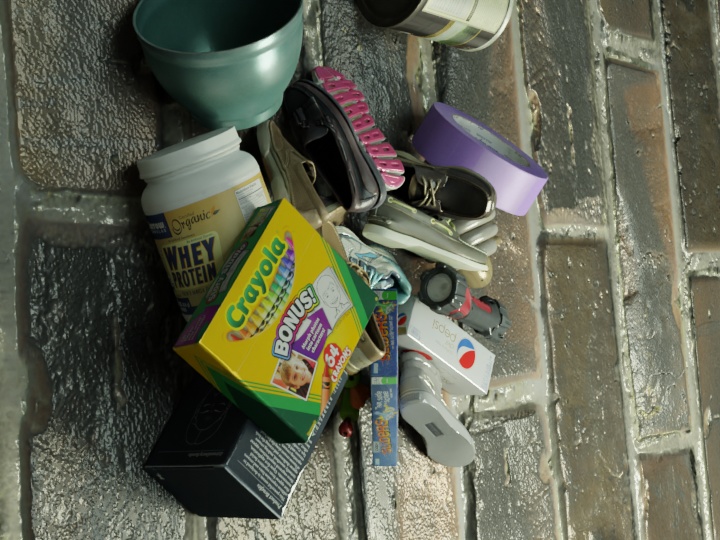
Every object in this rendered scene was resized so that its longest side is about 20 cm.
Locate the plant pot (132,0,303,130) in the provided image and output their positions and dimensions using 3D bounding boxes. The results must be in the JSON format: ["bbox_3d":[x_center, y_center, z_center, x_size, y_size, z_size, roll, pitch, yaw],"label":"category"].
[{"bbox_3d":[-0.157,-0.252,1.422,0.201,0.198,0.136,-50,146,-39],"label":"plant pot"}]

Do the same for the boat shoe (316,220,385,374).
[{"bbox_3d":[-0.016,0.022,1.465,0.071,0.064,0.203,10,58,-55],"label":"boat shoe"}]

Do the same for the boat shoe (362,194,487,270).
[{"bbox_3d":[0.096,-0.048,1.631,0.199,0.072,0.061,19,80,-29],"label":"boat shoe"}]

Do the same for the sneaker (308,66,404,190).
[{"bbox_3d":[-0.023,-0.178,1.628,0.073,0.087,0.202,-23,79,-50],"label":"sneaker"}]

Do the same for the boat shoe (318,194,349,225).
[{"bbox_3d":[-0.076,-0.069,1.554,0.065,0.072,0.199,45,40,10],"label":"boat shoe"}]

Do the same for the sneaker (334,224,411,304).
[{"bbox_3d":[0.000,0.000,1.582,0.199,0.086,0.078,10,117,-51],"label":"sneaker"}]

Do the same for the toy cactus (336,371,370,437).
[{"bbox_3d":[-0.033,0.099,1.576,0.202,0.101,0.165,65,26,-14],"label":"toy cactus"}]

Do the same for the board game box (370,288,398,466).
[{"bbox_3d":[0.031,0.140,1.552,0.202,0.034,0.137,88,2,-48],"label":"board game box"}]

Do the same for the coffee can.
[{"bbox_3d":[0.109,-0.408,1.748,0.198,0.145,0.149,4,81,-47],"label":"coffee can"}]

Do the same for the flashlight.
[{"bbox_3d":[0.152,0.045,1.708,0.068,0.068,0.199,-58,148,5],"label":"flashlight"}]

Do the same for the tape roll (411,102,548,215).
[{"bbox_3d":[0.173,-0.162,1.747,0.199,0.200,0.066,17,114,-45],"label":"tape roll"}]

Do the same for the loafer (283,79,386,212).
[{"bbox_3d":[-0.042,-0.162,1.560,0.063,0.072,0.201,-25,76,-47],"label":"loafer"}]

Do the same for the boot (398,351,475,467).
[{"bbox_3d":[0.109,0.195,1.714,0.201,0.072,0.097,57,25,-46],"label":"boot"}]

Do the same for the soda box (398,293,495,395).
[{"bbox_3d":[0.107,0.109,1.725,0.199,0.067,0.064,38,58,-38],"label":"soda box"}]

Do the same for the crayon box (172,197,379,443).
[{"bbox_3d":[-0.086,0.055,1.315,0.173,0.058,0.202,46,55,-28],"label":"crayon box"}]

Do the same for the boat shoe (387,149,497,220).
[{"bbox_3d":[0.090,-0.108,1.644,0.073,0.198,0.076,-23,124,-52],"label":"boat shoe"}]

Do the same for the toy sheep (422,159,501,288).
[{"bbox_3d":[0.136,-0.068,1.746,0.137,0.137,0.202,-27,89,-46],"label":"toy sheep"}]

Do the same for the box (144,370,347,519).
[{"bbox_3d":[-0.130,0.174,1.398,0.107,0.147,0.202,48,52,-30],"label":"box"}]

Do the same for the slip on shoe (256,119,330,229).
[{"bbox_3d":[-0.084,-0.118,1.489,0.201,0.060,0.077,-107,180,-49],"label":"slip on shoe"}]

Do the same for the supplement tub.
[{"bbox_3d":[-0.168,-0.051,1.393,0.144,0.143,0.203,-31,107,-45],"label":"supplement tub"}]
